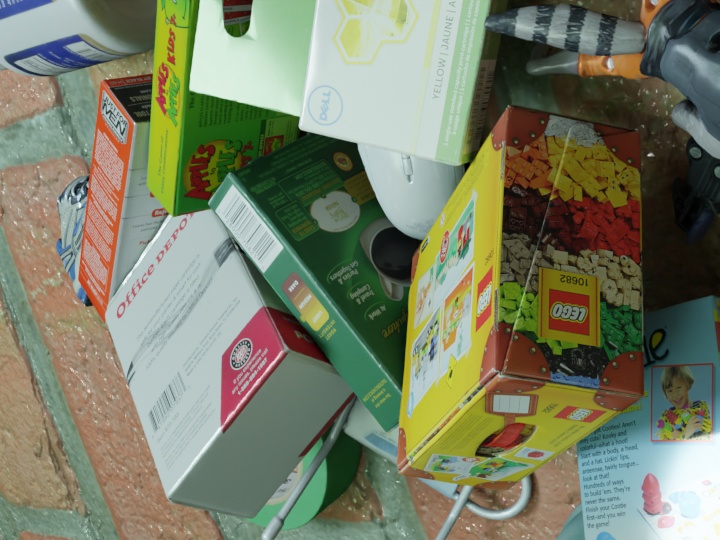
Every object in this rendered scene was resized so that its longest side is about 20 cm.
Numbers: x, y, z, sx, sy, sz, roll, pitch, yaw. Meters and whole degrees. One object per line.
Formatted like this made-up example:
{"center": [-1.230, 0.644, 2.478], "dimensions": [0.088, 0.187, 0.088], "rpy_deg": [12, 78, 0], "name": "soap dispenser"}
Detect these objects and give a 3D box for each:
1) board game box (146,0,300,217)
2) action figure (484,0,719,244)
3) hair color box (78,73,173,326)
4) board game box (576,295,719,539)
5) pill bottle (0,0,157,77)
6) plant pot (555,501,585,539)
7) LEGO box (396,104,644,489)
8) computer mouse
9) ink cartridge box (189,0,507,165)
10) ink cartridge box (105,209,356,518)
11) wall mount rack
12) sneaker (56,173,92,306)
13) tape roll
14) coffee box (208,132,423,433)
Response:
{"center": [-0.089, -0.142, 0.812], "dimensions": [0.048, 0.101, 0.202], "rpy_deg": [45, 136, 41], "name": "board game box"}
{"center": [0.166, -0.093, 0.615], "dimensions": [0.192, 0.104, 0.202], "rpy_deg": [31, 133, 27], "name": "action figure"}
{"center": [-0.159, -0.057, 0.926], "dimensions": [0.061, 0.101, 0.201], "rpy_deg": [50, 138, 33], "name": "hair color box"}
{"center": [0.192, 0.129, 0.647], "dimensions": [0.104, 0.102, 0.203], "rpy_deg": [-20, 66, 46], "name": "board game box"}
{"center": [-0.235, -0.214, 0.903], "dimensions": [0.198, 0.119, 0.121], "rpy_deg": [-2, 111, 42], "name": "pill bottle"}
{"center": [0.186, 0.258, 0.766], "dimensions": [0.199, 0.134, 0.203], "rpy_deg": [21, 125, 34], "name": "plant pot"}
{"center": [0.084, 0.025, 0.663], "dimensions": [0.076, 0.151, 0.200], "rpy_deg": [9, 156, -9], "name": "LEGO box"}
{"center": [0.032, -0.092, 0.743], "dimensions": [0.108, 0.044, 0.202], "rpy_deg": [-6, 125, 19], "name": "computer mouse"}
{"center": [-0.016, -0.153, 0.674], "dimensions": [0.198, 0.048, 0.147], "rpy_deg": [15, 105, 18], "name": "ink cartridge box"}
{"center": [-0.100, 0.054, 0.862], "dimensions": [0.146, 0.083, 0.201], "rpy_deg": [-51, 42, 19], "name": "ink cartridge box"}
{"center": [0.019, 0.154, 0.874], "dimensions": [0.199, 0.074, 0.175], "rpy_deg": [30, 116, 15], "name": "wall mount rack"}
{"center": [-0.228, -0.054, 1.018], "dimensions": [0.085, 0.077, 0.201], "rpy_deg": [49, 136, 16], "name": "sneaker"}
{"center": [-0.090, 0.124, 1.007], "dimensions": [0.199, 0.048, 0.203], "rpy_deg": [20, 124, 33], "name": "tape roll"}
{"center": [0.000, 0.000, 0.804], "dimensions": [0.200, 0.123, 0.044], "rpy_deg": [50, 134, 7], "name": "coffee box"}
